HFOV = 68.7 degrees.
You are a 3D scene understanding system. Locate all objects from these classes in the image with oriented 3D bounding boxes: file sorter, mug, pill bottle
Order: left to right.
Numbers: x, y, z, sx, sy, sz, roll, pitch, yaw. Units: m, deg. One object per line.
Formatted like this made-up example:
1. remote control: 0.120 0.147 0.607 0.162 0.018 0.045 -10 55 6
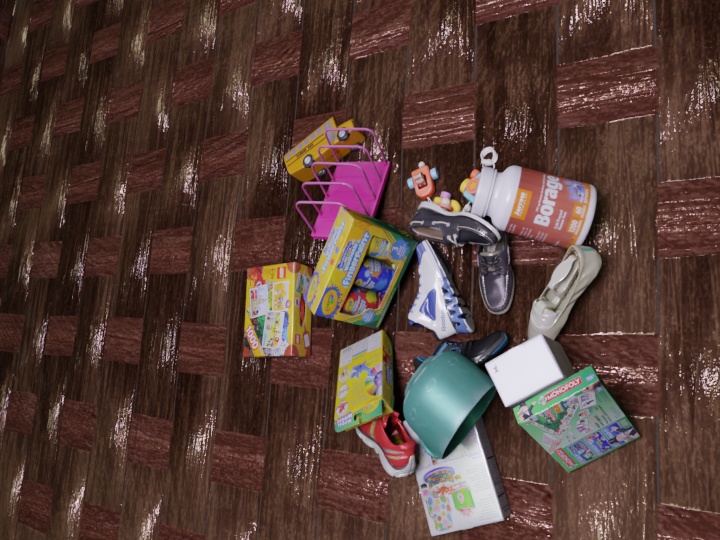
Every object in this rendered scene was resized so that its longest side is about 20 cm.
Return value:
1. file sorter: -0.038 -0.185 1.122 0.134 0.126 0.206 5 62 27
2. mug: 0.134 0.229 0.891 0.114 0.151 0.188 38 99 26
3. pill bottle: 0.297 -0.116 0.921 0.193 0.112 0.116 16 87 9

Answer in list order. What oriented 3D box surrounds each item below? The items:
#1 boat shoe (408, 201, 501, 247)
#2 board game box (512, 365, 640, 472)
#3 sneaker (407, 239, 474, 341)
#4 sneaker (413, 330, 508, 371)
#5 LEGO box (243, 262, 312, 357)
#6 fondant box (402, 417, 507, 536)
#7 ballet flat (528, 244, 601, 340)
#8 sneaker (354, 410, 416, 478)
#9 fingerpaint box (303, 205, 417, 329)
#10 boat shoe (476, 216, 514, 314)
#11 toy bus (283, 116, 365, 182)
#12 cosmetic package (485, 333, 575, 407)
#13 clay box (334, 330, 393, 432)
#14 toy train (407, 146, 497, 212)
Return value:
1. boat shoe: 0.169 -0.075 0.980 0.197 0.074 0.061 26 74 43
2. board game box: 0.338 0.237 0.816 0.133 0.200 0.030 -34 36 19
3. sneaker: 0.134 0.050 1.038 0.113 0.080 0.205 -29 68 20
4. sneaker: 0.183 0.160 0.990 0.197 0.073 0.084 -35 66 20
5. LEGO box: -0.191 0.097 1.223 0.144 0.076 0.209 -7 77 29
6. fondant box: 0.173 0.358 0.966 0.141 0.058 0.207 -24 68 25
7. ballet flat: 0.333 0.046 0.904 0.069 0.068 0.205 38 114 30
8. sneaker: 0.050 0.299 1.009 0.199 0.075 0.088 35 124 52
9. fingerpaint box: 0.000 0.000 1.051 0.073 0.163 0.205 45 114 54
10. boat shoe: 0.249 -0.024 0.993 0.070 0.064 0.209 -3 78 31
11. toy bus: -0.086 -0.289 1.246 0.197 0.064 0.080 -32 63 21
12. cosmetic package: 0.284 0.165 0.855 0.100 0.198 0.073 -33 65 20
13. clay box: 0.009 0.224 1.037 0.113 0.048 0.204 -28 34 23
14. toy train: 0.184 -0.177 1.069 0.194 0.055 0.156 -15 73 28
